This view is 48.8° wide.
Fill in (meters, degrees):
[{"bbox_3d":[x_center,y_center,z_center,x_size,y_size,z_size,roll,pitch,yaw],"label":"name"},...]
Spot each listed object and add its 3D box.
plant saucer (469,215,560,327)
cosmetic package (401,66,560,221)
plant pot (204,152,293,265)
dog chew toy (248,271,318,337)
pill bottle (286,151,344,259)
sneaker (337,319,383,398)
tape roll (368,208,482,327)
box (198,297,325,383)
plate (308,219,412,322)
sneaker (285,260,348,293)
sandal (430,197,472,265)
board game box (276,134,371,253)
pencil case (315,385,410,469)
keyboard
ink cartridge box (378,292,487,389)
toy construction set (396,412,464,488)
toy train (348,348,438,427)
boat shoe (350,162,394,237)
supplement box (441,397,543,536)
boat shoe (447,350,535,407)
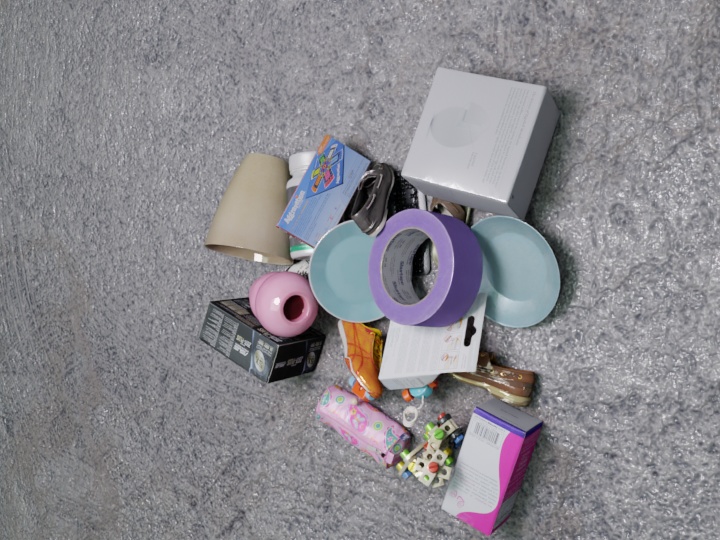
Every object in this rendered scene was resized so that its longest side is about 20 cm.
[{"bbox_3d":[0.262,-0.002,1.378,0.199,0.039,0.204,17,118,34],"label":"plant saucer"},{"bbox_3d":[0.206,-0.214,1.343,0.198,0.123,0.202,19,87,29],"label":"cosmetic package"},{"bbox_3d":[-0.211,-0.130,1.625,0.185,0.187,0.203,5,82,32],"label":"plant pot"},{"bbox_3d":[-0.163,0.059,1.564,0.199,0.123,0.127,15,103,63],"label":"dog chew toy"},{"bbox_3d":[-0.089,-0.126,1.568,0.112,0.113,0.203,-6,85,32],"label":"pill bottle"},{"bbox_3d":[0.010,0.151,1.506,0.077,0.073,0.202,-30,49,14],"label":"sneaker"},{"bbox_3d":[0.111,-0.003,1.389,0.198,0.084,0.203,-6,81,44],"label":"tape roll"},{"bbox_3d":[-0.201,0.137,1.627,0.199,0.163,0.087,27,106,28],"label":"box"},{"bbox_3d":[0.000,0.000,1.501,0.197,0.026,0.203,-1,105,-5],"label":"plate"},{"bbox_3d":[-0.089,0.014,1.594,0.198,0.087,0.077,1,95,34],"label":"sneaker"},{"bbox_3d":[0.161,-0.103,1.443,0.079,0.057,0.204,4,95,32],"label":"sandal"},{"bbox_3d":[-0.069,-0.146,1.505,0.102,0.019,0.202,30,81,-10],"label":"board game box"},{"bbox_3d":[0.004,0.305,1.552,0.199,0.087,0.088,31,108,28],"label":"pencil case"},{"bbox_3d":[0.076,-0.089,1.510,0.103,0.039,0.203,-5,89,32],"label":"keyboard"},{"bbox_3d":[0.137,0.127,1.426,0.198,0.047,0.162,-9,52,33],"label":"ink cartridge box"},{"bbox_3d":[0.127,0.329,1.427,0.131,0.200,0.093,-37,83,-9],"label":"toy construction set"},{"bbox_3d":[0.071,0.217,1.498,0.199,0.055,0.152,23,83,49],"label":"toy train"},{"bbox_3d":[0.020,-0.146,1.464,0.067,0.057,0.201,-37,30,33],"label":"boat shoe"},{"bbox_3d":[0.232,0.343,1.397,0.100,0.103,0.203,24,104,28],"label":"supplement box"},{"bbox_3d":[0.219,0.174,1.418,0.198,0.072,0.068,22,98,24],"label":"boat shoe"}]
